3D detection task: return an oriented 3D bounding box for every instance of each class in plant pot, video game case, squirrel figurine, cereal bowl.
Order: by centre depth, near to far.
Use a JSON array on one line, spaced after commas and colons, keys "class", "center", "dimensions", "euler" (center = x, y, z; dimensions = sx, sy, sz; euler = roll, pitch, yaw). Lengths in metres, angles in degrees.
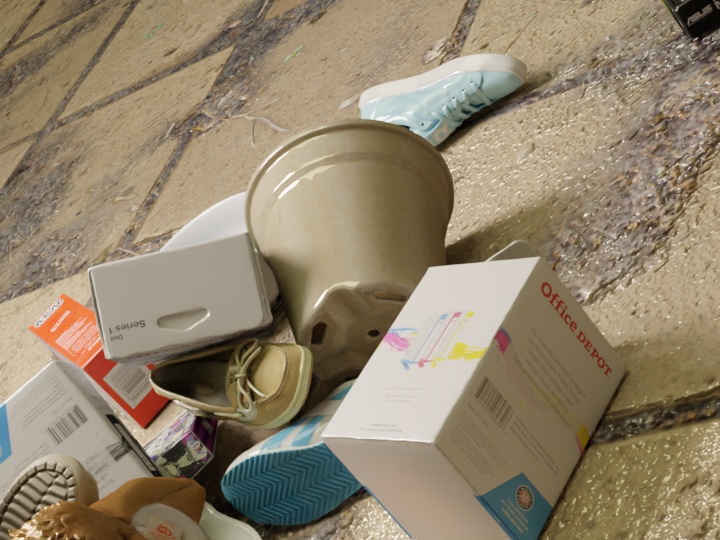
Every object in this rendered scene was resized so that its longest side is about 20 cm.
[{"class": "squirrel figurine", "center": [-0.193, 0.262, 1.071], "dimensions": [0.142, 0.199, 0.187], "euler": [44, 113, 42]}, {"class": "plant pot", "center": [0.000, 0.000, 1.320], "dimensions": [0.200, 0.200, 0.184], "euler": [-31, 40, 18]}, {"class": "video game case", "center": [-0.208, 0.200, 1.352], "dimensions": [0.181, 0.036, 0.200], "euler": [-41, 5, -1]}, {"class": "cereal bowl", "center": [-0.145, 0.011, 1.578], "dimensions": [0.200, 0.083, 0.200], "euler": [-30, 29, 19]}]

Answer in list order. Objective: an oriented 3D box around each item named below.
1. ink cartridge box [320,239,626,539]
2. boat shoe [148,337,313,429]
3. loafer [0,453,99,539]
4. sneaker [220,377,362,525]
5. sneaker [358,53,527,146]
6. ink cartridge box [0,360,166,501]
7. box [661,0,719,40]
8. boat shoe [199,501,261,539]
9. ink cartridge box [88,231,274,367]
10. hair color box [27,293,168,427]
[{"class": "ink cartridge box", "center": [0.093, 0.089, 1.107], "dimensions": [0.125, 0.129, 0.200], "euler": [-5, 42, 49]}, {"class": "boat shoe", "center": [-0.112, 0.094, 1.273], "dimensions": [0.200, 0.063, 0.074], "euler": [-5, 71, 56]}, {"class": "loafer", "center": [-0.244, 0.233, 1.142], "dimensions": [0.075, 0.068, 0.201], "euler": [24, 102, 25]}, {"class": "sneaker", "center": [-0.026, 0.147, 1.245], "dimensions": [0.199, 0.077, 0.081], "euler": [-27, 18, 15]}, {"class": "sneaker", "center": [0.090, -0.169, 1.586], "dimensions": [0.199, 0.074, 0.082], "euler": [-15, 66, 32]}, {"class": "ink cartridge box", "center": [-0.225, 0.187, 1.220], "dimensions": [0.116, 0.200, 0.068], "euler": [-40, -9, -1]}, {"class": "box", "center": [0.378, -0.332, 1.465], "dimensions": [0.199, 0.048, 0.194], "euler": [-32, 30, 14]}, {"class": "boat shoe", "center": [-0.118, 0.246, 1.221], "dimensions": [0.073, 0.062, 0.200], "euler": [-30, 25, -19]}, {"class": "ink cartridge box", "center": [-0.155, 0.030, 1.321], "dimensions": [0.145, 0.085, 0.200], "euler": [-13, -5, -5]}, {"class": "hair color box", "center": [-0.282, 0.095, 1.608], "dimensions": [0.061, 0.102, 0.200], "euler": [-48, 28, -13]}]
